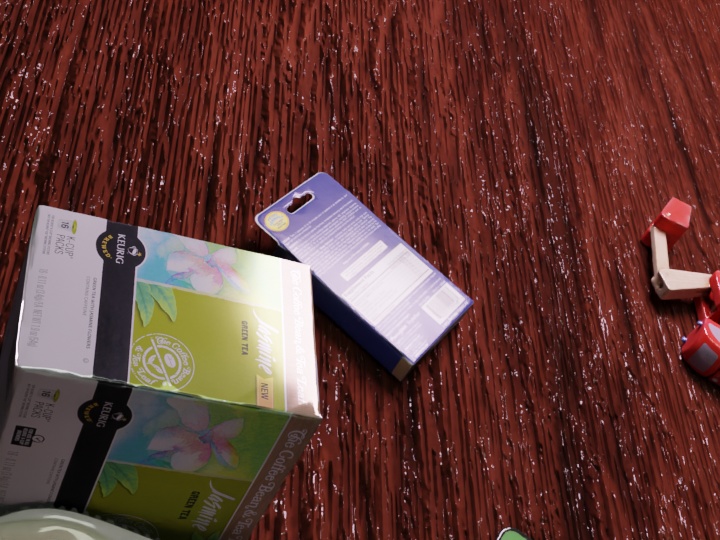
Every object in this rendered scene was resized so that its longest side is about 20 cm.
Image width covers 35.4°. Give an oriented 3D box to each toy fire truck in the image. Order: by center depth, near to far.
[{"bbox_3d":[0.369,0.022,1.239,0.140,0.049,0.201,31,44,0],"label":"toy fire truck"}]

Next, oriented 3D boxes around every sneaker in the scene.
[{"bbox_3d":[-0.168,0.223,0.735,0.197,0.071,0.094,20,38,-16],"label":"sneaker"}]

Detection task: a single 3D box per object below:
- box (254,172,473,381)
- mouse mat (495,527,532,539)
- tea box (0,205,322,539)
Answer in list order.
[{"bbox_3d":[0.000,0.000,1.060,0.200,0.033,0.121,43,44,9],"label":"box"},{"bbox_3d":[0.144,0.313,0.879,0.160,0.008,0.200,36,44,4],"label":"mouse mat"},{"bbox_3d":[-0.150,0.088,0.773,0.193,0.201,0.135,11,46,-20],"label":"tea box"}]
